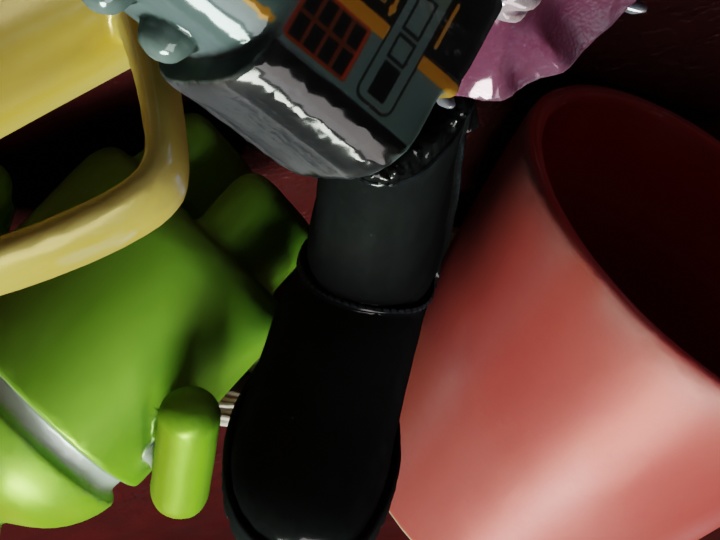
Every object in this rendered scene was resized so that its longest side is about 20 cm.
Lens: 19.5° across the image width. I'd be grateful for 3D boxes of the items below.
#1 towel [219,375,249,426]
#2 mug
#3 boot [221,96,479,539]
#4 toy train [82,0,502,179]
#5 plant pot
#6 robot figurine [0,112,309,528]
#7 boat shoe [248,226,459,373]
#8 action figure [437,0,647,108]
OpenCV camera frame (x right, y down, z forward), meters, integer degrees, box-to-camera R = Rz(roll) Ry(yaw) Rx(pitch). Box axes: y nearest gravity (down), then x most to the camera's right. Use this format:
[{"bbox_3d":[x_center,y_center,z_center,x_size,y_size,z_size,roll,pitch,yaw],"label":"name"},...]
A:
[{"bbox_3d":[-0.094,0.060,1.086,0.200,0.023,0.152,9,-179,-39],"label":"towel"},{"bbox_3d":[-0.112,-0.092,0.641,0.153,0.187,0.149,-20,-176,0],"label":"mug"},{"bbox_3d":[0.001,0.001,0.827,0.073,0.199,0.163,16,140,2],"label":"boot"},{"bbox_3d":[-0.038,-0.112,0.548,0.200,0.114,0.085,37,164,-33],"label":"toy train"},{"bbox_3d":[0.105,0.048,0.944,0.200,0.201,0.177,11,132,-40],"label":"plant pot"},{"bbox_3d":[-0.114,0.028,0.913,0.200,0.175,0.116,-45,158,-1],"label":"robot figurine"},{"bbox_3d":[0.027,0.015,1.046,0.199,0.074,0.066,-13,162,7],"label":"boat shoe"},{"bbox_3d":[0.033,-0.150,0.693,0.149,0.134,0.200,25,160,33],"label":"action figure"}]
